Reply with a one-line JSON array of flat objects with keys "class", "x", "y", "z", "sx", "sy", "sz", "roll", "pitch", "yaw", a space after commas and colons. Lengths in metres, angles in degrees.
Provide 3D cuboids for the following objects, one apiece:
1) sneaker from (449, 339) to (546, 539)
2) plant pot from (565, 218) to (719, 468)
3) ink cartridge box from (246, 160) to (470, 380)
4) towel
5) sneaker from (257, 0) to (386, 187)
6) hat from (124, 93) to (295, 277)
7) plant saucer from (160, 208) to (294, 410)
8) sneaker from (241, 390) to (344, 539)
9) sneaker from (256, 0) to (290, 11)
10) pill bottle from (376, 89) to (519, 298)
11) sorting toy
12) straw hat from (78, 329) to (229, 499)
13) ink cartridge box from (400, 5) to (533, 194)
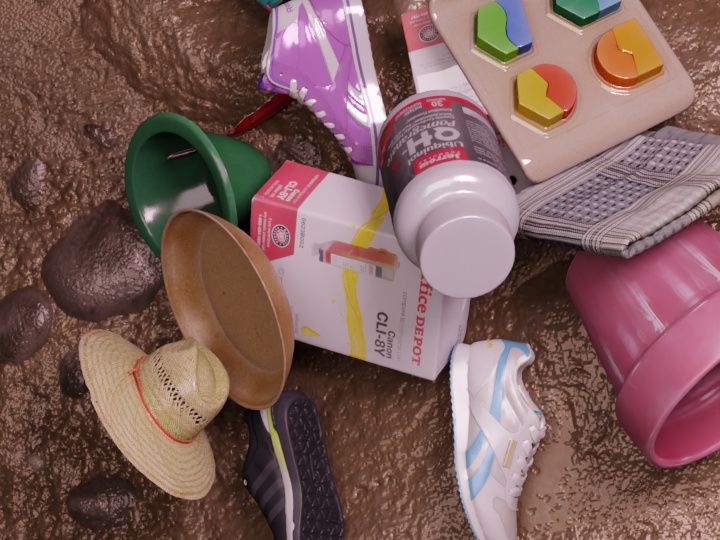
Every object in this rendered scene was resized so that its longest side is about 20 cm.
[{"class": "sneaker", "x": 0.131, "y": 0.165, "z": 1.715, "sx": 0.080, "sy": 0.076, "sz": 0.203, "roll": -6, "pitch": 86, "yaw": 14}, {"class": "plant pot", "x": 0.281, "y": 0.041, "z": 1.629, "sx": 0.200, "sy": 0.200, "sz": 0.180, "roll": -42, "pitch": 61, "yaw": 10}, {"class": "ink cartridge box", "x": 0.000, "y": 0.000, "z": 1.730, "sx": 0.198, "sy": 0.083, "sz": 0.147, "roll": 16, "pitch": 123, "yaw": 17}, {"class": "towel", "x": 0.237, "y": -0.076, "z": 1.617, "sx": 0.199, "sy": 0.192, "sz": 0.035, "roll": -30, "pitch": 113, "yaw": -26}, {"class": "sneaker", "x": -0.038, "y": -0.161, "z": 1.758, "sx": 0.113, "sy": 0.073, "sz": 0.203, "roll": -15, "pitch": 100, "yaw": -10}, {"class": "hat", "x": -0.111, "y": -0.100, "z": 1.835, "sx": 0.199, "sy": 0.175, "sz": 0.167, "roll": -19, "pitch": 93, "yaw": 51}, {"class": "plant saucer", "x": -0.117, "y": 0.031, "z": 1.725, "sx": 0.035, "sy": 0.200, "sz": 0.201, "roll": -24, "pitch": 75, "yaw": -31}, {"class": "sneaker", "x": -0.071, "y": 0.212, "z": 1.787, "sx": 0.082, "sy": 0.071, "sz": 0.203, "roll": -12, "pitch": 81, "yaw": 39}, {"class": "sneaker", "x": -0.031, "y": -0.315, "z": 1.791, "sx": 0.199, "sy": 0.083, "sz": 0.122, "roll": -36, "pitch": 72, "yaw": 19}, {"class": "pill bottle", "x": 0.078, "y": -0.064, "z": 1.603, "sx": 0.109, "sy": 0.201, "sz": 0.112, "roll": -4, "pitch": 123, "yaw": -5}, {"class": "sorting toy", "x": 0.184, "y": -0.202, "z": 1.679, "sx": 0.184, "sy": 0.037, "sz": 0.201, "roll": -26, "pitch": 76, "yaw": -13}, {"class": "straw hat", "x": -0.170, "y": 0.112, "z": 1.740, "sx": 0.085, "sy": 0.201, "sz": 0.202, "roll": -38, "pitch": 77, "yaw": 16}, {"class": "ink cartridge box", "x": 0.118, "y": -0.155, "z": 1.745, "sx": 0.115, "sy": 0.067, "sz": 0.202, "roll": -13, "pitch": 81, "yaw": 15}]
